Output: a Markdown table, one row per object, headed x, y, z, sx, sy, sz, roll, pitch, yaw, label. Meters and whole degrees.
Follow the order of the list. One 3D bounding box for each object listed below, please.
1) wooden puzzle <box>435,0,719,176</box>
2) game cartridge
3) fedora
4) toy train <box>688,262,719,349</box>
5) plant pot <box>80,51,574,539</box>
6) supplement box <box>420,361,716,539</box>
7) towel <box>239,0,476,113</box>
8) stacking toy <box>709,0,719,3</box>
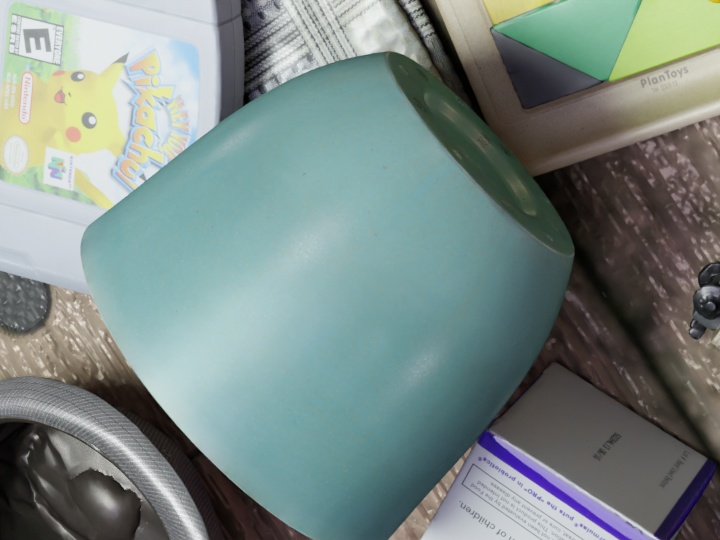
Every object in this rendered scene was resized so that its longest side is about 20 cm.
| x | y | z | sx | sy | sz | roll | pitch | yaw | label |
| --- | --- | --- | --- | --- | --- | --- | --- | --- | --- |
| 0.108 | -0.158 | 1.065 | 0.184 | 0.037 | 0.201 | -18 | 99 | 28 | wooden puzzle |
| -0.125 | -0.081 | 1.161 | 0.132 | 0.040 | 0.202 | 13 | 111 | 13 | game cartridge |
| -0.138 | 0.141 | 1.244 | 0.199 | 0.090 | 0.178 | 31 | 115 | 19 | fedora |
| 0.218 | -0.036 | 1.059 | 0.046 | 0.034 | 0.200 | 36 | 118 | -4 | toy train |
| 0.000 | 0.000 | 1.057 | 0.161 | 0.201 | 0.201 | -42 | 87 | 14 | plant pot |
| 0.076 | 0.163 | 1.148 | 0.103 | 0.101 | 0.201 | 32 | 117 | 12 | supplement box |
| -0.051 | -0.093 | 1.160 | 0.192 | 0.035 | 0.201 | -27 | 94 | 29 | towel |
| 0.158 | -0.161 | 0.980 | 0.200 | 0.110 | 0.116 | 38 | 115 | 4 | stacking toy |
